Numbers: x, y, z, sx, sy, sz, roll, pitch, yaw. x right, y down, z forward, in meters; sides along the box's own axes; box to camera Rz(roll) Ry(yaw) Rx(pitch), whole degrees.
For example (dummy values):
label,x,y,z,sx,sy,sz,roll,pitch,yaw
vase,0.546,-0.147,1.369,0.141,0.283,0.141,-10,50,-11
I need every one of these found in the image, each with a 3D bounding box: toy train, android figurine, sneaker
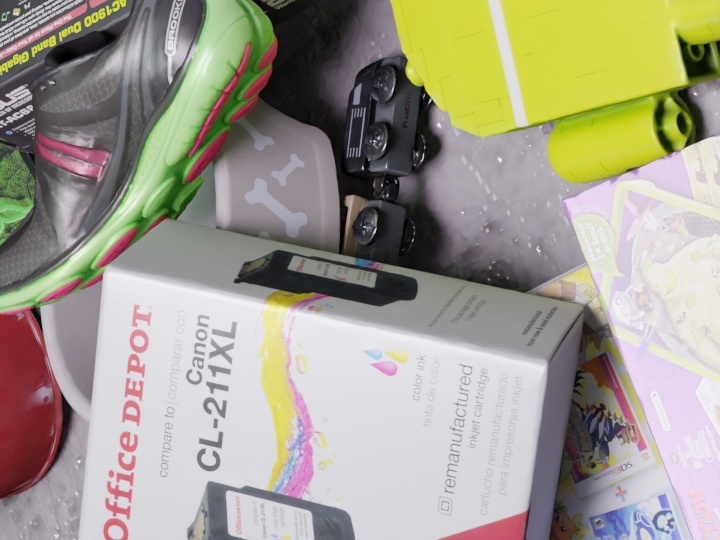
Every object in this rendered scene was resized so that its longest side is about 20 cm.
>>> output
label,x,y,z,sx,sy,sz,roll,pitch,yaw
toy train,0.000,0.000,1.296,0.046,0.034,0.201,-2,78,52
android figurine,0.088,-0.129,1.220,0.199,0.041,0.183,-15,89,42
sneaker,-0.114,-0.060,1.261,0.084,0.077,0.200,45,116,12

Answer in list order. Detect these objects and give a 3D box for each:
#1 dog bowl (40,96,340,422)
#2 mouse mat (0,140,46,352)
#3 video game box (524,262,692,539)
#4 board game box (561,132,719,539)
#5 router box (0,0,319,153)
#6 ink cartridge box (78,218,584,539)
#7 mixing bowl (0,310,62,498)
label,x,y,z,sx,sy,sz,roll,pitch,yaw
dog bowl,-0.089,-0.008,1.348,0.200,0.058,0.201,-17,70,53
mouse mat,-0.226,-0.018,1.490,0.199,0.008,0.162,-12,113,43
video game box,0.097,0.109,1.261,0.182,0.047,0.201,-27,80,45
board game box,0.174,0.041,1.161,0.119,0.032,0.201,-22,83,15
router box,-0.111,-0.165,1.321,0.199,0.062,0.151,-25,59,31
ink cartridge box,-0.015,0.074,1.218,0.199,0.083,0.147,11,109,13
mixing bowl,-0.271,0.066,1.499,0.199,0.108,0.201,21,130,26
